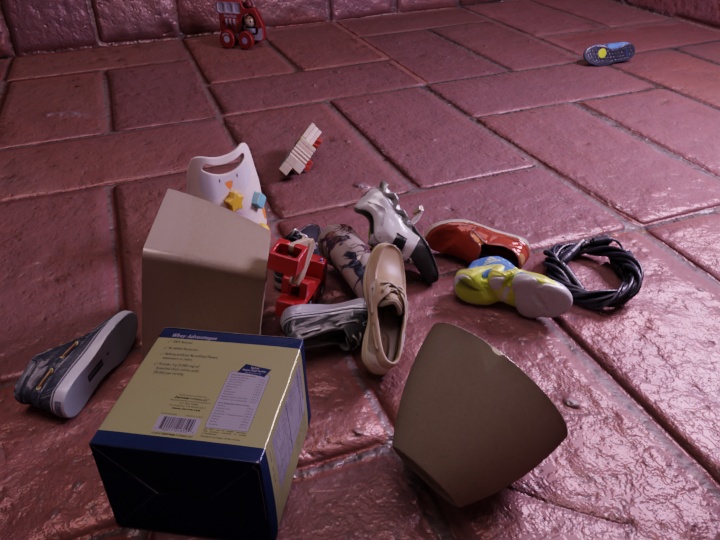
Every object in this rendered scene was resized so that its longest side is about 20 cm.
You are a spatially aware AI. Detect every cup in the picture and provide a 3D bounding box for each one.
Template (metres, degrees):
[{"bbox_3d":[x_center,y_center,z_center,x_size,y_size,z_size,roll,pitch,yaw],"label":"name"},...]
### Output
[{"bbox_3d":[0.118,0.182,0.764,0.144,0.202,0.199,-46,48,-15],"label":"cup"}]

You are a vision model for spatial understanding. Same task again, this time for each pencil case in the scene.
[{"bbox_3d":[0.000,0.000,1.120,0.077,0.090,0.200,-37,44,-4],"label":"pencil case"}]

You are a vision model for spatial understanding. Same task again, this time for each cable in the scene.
[{"bbox_3d":[0.400,-0.003,1.138,0.159,0.052,0.202,4,34,9],"label":"cable"}]

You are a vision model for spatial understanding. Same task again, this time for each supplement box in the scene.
[{"bbox_3d":[-0.176,0.190,0.791,0.194,0.137,0.201,4,33,9],"label":"supplement box"}]

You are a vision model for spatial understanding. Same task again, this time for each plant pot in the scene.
[{"bbox_3d":[-0.233,0.017,1.026,0.172,0.204,0.201,7,31,-9],"label":"plant pot"}]

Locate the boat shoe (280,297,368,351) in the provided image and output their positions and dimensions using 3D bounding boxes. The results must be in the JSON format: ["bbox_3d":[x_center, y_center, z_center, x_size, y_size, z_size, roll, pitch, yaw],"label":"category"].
[{"bbox_3d":[-0.024,0.092,1.009,0.194,0.073,0.072,-5,57,-13],"label":"boat shoe"}]

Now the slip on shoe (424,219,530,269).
[{"bbox_3d":[0.209,-0.043,1.195,0.195,0.076,0.062,14,38,14],"label":"slip on shoe"}]

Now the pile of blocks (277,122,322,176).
[{"bbox_3d":[-0.143,-0.273,1.589,0.062,0.082,0.202,39,44,-14],"label":"pile of blocks"}]

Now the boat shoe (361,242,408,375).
[{"bbox_3d":[0.042,0.049,0.970,0.070,0.065,0.205,15,66,-19],"label":"boat shoe"}]

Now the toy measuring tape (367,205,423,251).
[{"bbox_3d":[0.063,-0.087,1.257,0.072,0.075,0.201,13,41,21],"label":"toy measuring tape"}]

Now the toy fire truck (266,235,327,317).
[{"bbox_3d":[-0.095,0.000,1.048,0.048,0.144,0.200,14,25,9],"label":"toy fire truck"}]

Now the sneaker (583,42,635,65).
[{"bbox_3d":[0.838,-0.742,2.248,0.195,0.068,0.079,-11,22,-14],"label":"sneaker"}]

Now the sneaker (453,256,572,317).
[{"bbox_3d":[0.258,0.015,1.095,0.195,0.077,0.105,12,34,22],"label":"sneaker"}]

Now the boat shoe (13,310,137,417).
[{"bbox_3d":[-0.413,0.123,0.964,0.088,0.072,0.202,11,37,12],"label":"boat shoe"}]

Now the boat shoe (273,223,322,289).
[{"bbox_3d":[-0.109,-0.043,1.213,0.071,0.064,0.201,6,34,13],"label":"boat shoe"}]

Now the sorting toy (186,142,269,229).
[{"bbox_3d":[-0.262,-0.148,1.273,0.197,0.184,0.106,-24,38,-31],"label":"sorting toy"}]

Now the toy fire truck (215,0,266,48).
[{"bbox_3d":[-0.463,-0.960,2.542,0.195,0.172,0.113,9,34,17],"label":"toy fire truck"}]

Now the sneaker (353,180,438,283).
[{"bbox_3d":[0.060,-0.050,1.159,0.088,0.074,0.202,-33,82,-13],"label":"sneaker"}]
